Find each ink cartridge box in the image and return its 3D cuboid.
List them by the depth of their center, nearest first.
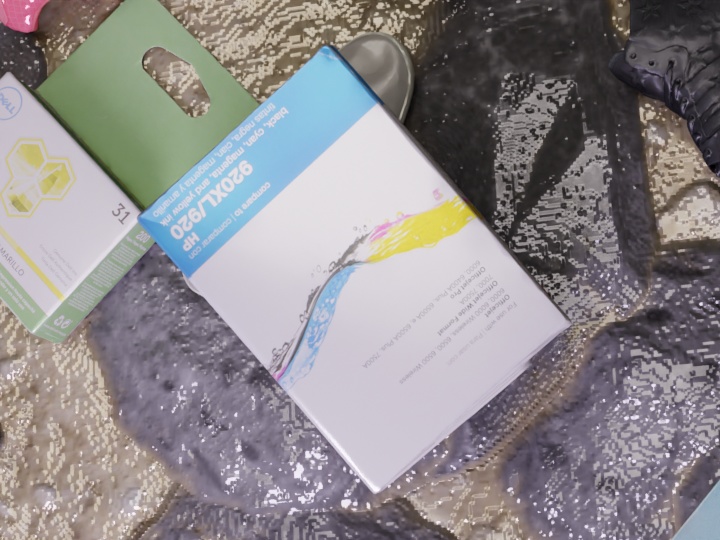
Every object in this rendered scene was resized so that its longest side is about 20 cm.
[{"bbox_3d":[0.000,0.000,1.153,0.144,0.147,0.200,-41,88,2],"label":"ink cartridge box"},{"bbox_3d":[-0.174,-0.075,1.303,0.200,0.048,0.146,-46,69,3],"label":"ink cartridge box"}]

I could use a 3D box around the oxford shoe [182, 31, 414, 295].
[{"bbox_3d":[-0.040,-0.066,1.258,0.075,0.058,0.200,41,88,23],"label":"oxford shoe"}]

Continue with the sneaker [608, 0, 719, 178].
[{"bbox_3d":[0.195,-0.110,1.206,0.103,0.060,0.202,1,71,14],"label":"sneaker"}]

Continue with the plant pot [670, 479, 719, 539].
[{"bbox_3d":[0.277,0.163,1.072,0.200,0.141,0.142,41,89,13],"label":"plant pot"}]

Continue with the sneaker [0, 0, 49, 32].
[{"bbox_3d":[-0.165,-0.226,1.338,0.199,0.074,0.087,-31,97,0],"label":"sneaker"}]
